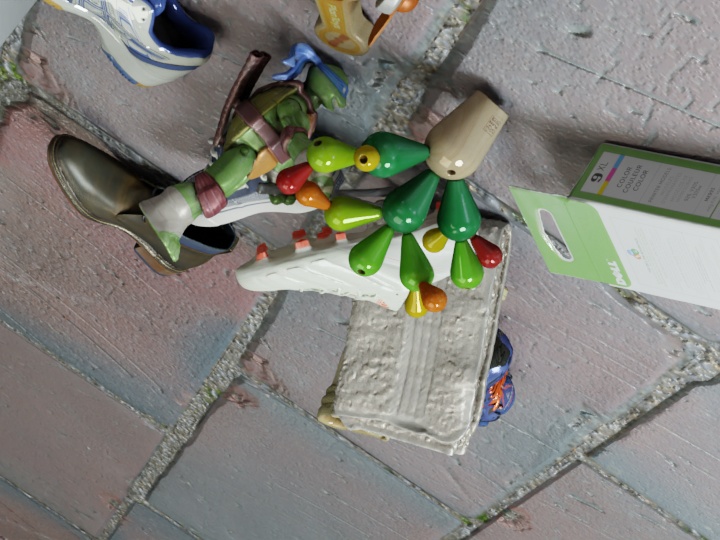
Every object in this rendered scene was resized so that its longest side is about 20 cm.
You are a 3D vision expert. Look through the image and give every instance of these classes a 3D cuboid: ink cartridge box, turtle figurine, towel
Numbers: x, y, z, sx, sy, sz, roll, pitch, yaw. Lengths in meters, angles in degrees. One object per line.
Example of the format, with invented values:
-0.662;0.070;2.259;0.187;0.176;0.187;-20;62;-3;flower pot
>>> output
0.219;-0.033;1.505;0.199;0.059;0.104;13;149;37;ink cartridge box
-0.066;-0.058;1.622;0.200;0.194;0.144;60;177;-36;turtle figurine
0.050;0.047;1.716;0.132;0.201;0.034;12;-174;27;towel

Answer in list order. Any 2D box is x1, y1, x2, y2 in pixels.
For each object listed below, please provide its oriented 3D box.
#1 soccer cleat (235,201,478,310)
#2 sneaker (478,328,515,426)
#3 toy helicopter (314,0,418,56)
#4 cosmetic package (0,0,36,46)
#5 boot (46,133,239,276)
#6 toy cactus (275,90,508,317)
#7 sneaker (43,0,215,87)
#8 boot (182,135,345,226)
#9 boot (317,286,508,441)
0.000;0.000;1.653;0.069;0.199;0.078;-108;7;-79;soccer cleat
0.111;0.098;1.883;0.078;0.076;0.200;25;164;-4;sneaker
-0.010;-0.205;1.473;0.132;0.079;0.200;17;163;12;toy helicopter
-0.371;-0.297;1.652;0.199;0.123;0.200;27;155;15;cosmetic package
-0.204;-0.071;1.952;0.097;0.075;0.200;-10;141;40;boot
0.047;-0.061;1.529;0.200;0.165;0.102;38;-175;-26;toy cactus
-0.195;-0.232;1.641;0.088;0.075;0.200;-10;140;41;sneaker
-0.105;-0.097;1.781;0.200;0.073;0.090;-7;128;44;boot
0.041;0.072;1.788;0.073;0.156;0.200;31;161;-29;boot
